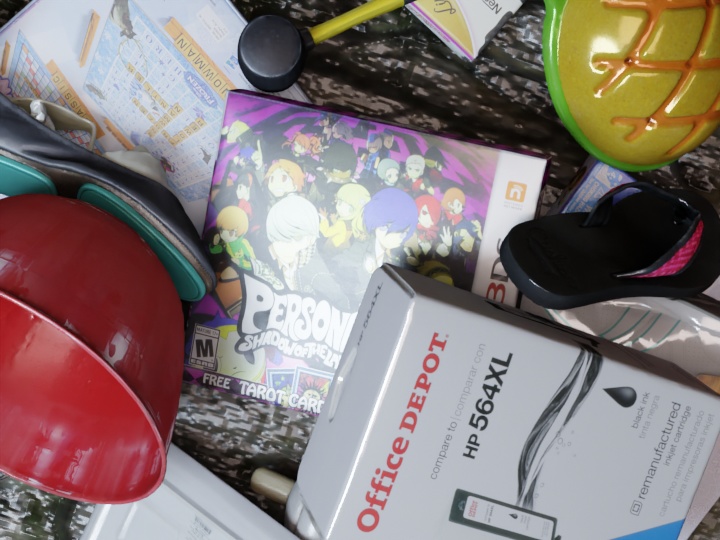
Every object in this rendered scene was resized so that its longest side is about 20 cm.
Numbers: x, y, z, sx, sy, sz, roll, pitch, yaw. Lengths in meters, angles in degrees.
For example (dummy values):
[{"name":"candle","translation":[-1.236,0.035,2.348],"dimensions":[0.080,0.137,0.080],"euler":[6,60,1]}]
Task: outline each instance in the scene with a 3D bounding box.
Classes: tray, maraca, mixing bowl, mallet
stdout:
[{"name":"tray","translation":[-0.104,0.186,0.931],"dimensions":[0.199,0.022,0.108],"euler":[30,97,33]},{"name":"maraca","translation":[0.165,-0.153,0.904],"dimensions":[0.137,0.107,0.201],"euler":[-37,118,-13]},{"name":"mixing bowl","translation":[-0.175,0.031,0.847],"dimensions":[0.199,0.200,0.109],"euler":[32,55,-4]},{"name":"mallet","translation":[0.016,-0.160,0.894],"dimensions":[0.198,0.066,0.042],"euler":[-25,90,-10]}]

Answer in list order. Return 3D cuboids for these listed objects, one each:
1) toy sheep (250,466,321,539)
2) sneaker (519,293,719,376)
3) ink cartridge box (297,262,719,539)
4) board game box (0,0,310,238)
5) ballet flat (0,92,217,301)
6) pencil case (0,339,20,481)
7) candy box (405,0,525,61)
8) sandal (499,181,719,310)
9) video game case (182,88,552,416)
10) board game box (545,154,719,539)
[{"name":"toy sheep","translation":[0.020,0.163,0.938],"dimensions":[0.198,0.138,0.140],"euler":[20,96,23]},{"name":"sneaker","translation":[0.163,0.042,0.918],"dimensions":[0.198,0.070,0.081],"euler":[16,100,6]},{"name":"ink cartridge box","translation":[0.082,0.100,0.829],"dimensions":[0.198,0.084,0.148],"euler":[18,98,-16]},{"name":"board game box","translation":[-0.144,-0.090,0.942],"dimensions":[0.199,0.041,0.201],"euler":[-39,95,3]},{"name":"ballet flat","translation":[-0.162,-0.056,0.884],"dimensions":[0.198,0.073,0.074],"euler":[28,95,2]},{"name":"pencil case","translation":[-0.263,0.047,0.944],"dimensions":[0.089,0.078,0.202],"euler":[-16,98,32]},{"name":"candy box","translation":[0.085,-0.251,0.927],"dimensions":[0.136,0.061,0.200],"euler":[40,94,-5]},{"name":"sandal","translation":[0.161,-0.020,0.864],"dimensions":[0.075,0.199,0.045],"euler":[51,129,24]},{"name":"video game case","translation":[0.000,0.000,0.889],"dimensions":[0.197,0.036,0.184],"euler":[13,100,9]},{"name":"board game box","translation":[0.173,0.063,0.970],"dimensions":[0.199,0.041,0.201],"euler":[36,94,-4]}]
